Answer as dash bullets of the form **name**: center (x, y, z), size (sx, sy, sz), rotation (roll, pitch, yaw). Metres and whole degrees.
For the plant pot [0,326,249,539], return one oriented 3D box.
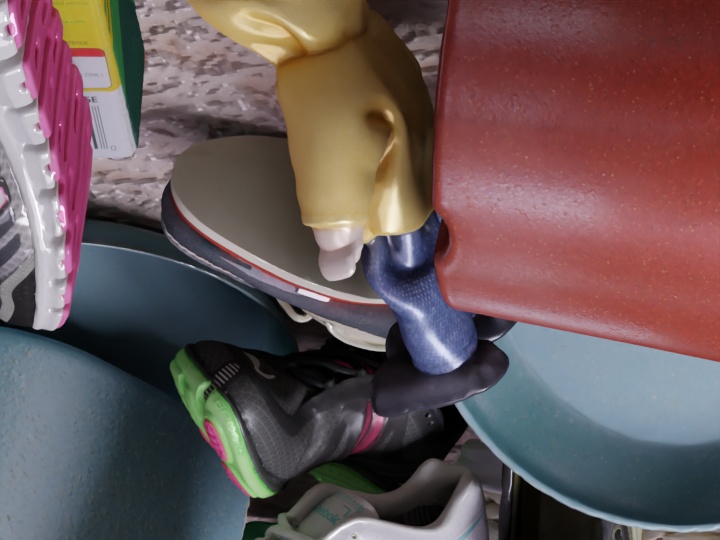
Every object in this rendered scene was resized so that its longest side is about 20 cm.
- **plant pot**: center (-0.194, 0.133, 1.219), size (0.196, 0.197, 0.200), rotation (-22, 134, 35)

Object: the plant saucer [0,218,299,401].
- **plant saucer**: center (-0.124, 0.029, 1.242), size (0.198, 0.028, 0.201), rotation (2, 150, 1)

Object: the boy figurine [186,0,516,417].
- **boy figurine**: center (-0.004, -0.044, 1.008), size (0.064, 0.125, 0.201), rotation (-17, 117, 21)

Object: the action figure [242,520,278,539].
- **action figure**: center (-0.004, 0.137, 1.330), size (0.117, 0.055, 0.200), rotation (-4, 171, -11)

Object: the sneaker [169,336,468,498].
- **sneaker**: center (-0.013, 0.051, 1.192), size (0.084, 0.077, 0.200), rotation (-42, 158, 18)

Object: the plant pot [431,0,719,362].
- **plant pot**: center (0.130, -0.051, 0.948), size (0.194, 0.202, 0.201), rotation (6, 150, 10)

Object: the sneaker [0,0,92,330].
- **sneaker**: center (-0.145, -0.051, 0.969), size (0.087, 0.074, 0.201), rotation (-1, 144, 5)

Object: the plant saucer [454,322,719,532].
- **plant saucer**: center (0.122, 0.002, 1.082), size (0.198, 0.036, 0.202), rotation (4, 107, 13)

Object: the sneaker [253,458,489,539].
- **sneaker**: center (-0.029, 0.131, 1.161), size (0.199, 0.070, 0.081), rotation (-20, 130, -31)

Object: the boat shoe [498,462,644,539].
- **boat shoe**: center (0.085, 0.130, 1.166), size (0.071, 0.203, 0.066), rotation (-2, 175, 38)

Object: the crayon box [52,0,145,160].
- **crayon box**: center (-0.150, -0.113, 0.982), size (0.126, 0.051, 0.200), rotation (1, 150, 3)

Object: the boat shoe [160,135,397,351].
- **boat shoe**: center (0.000, 0.000, 1.144), size (0.199, 0.072, 0.063), rotation (15, 144, -31)

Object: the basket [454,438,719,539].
- **basket**: center (0.142, 0.156, 1.252), size (0.199, 0.124, 0.135), rotation (7, 172, 43)
